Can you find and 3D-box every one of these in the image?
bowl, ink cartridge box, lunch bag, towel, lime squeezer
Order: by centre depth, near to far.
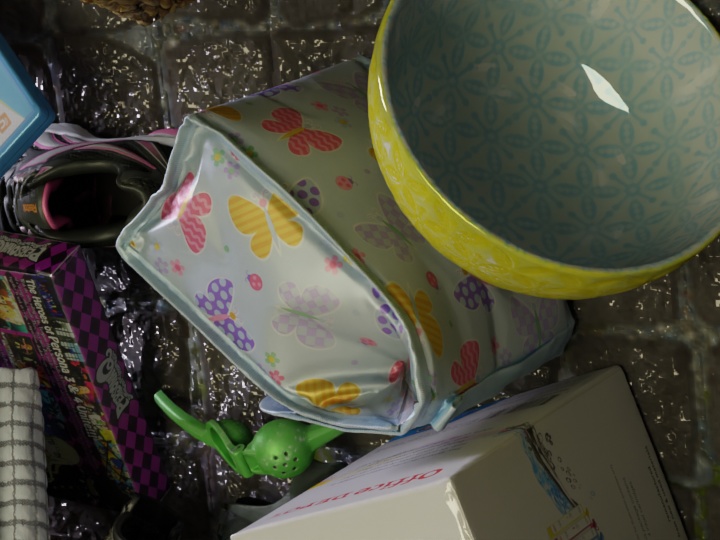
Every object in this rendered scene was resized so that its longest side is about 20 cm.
[{"bbox_3d":[0.087,-0.061,1.169,0.200,0.200,0.108,49,147,11],"label":"bowl"},{"bbox_3d":[0.060,0.159,1.226,0.147,0.200,0.145,-19,93,35],"label":"ink cartridge box"},{"bbox_3d":[0.000,0.000,1.236,0.200,0.170,0.127,41,124,15],"label":"lunch bag"},{"bbox_3d":[-0.058,0.090,1.359,0.200,0.071,0.038,-5,141,35],"label":"lime squeezer"},{"bbox_3d":[-0.255,0.159,1.399,0.200,0.085,0.166,-36,56,54],"label":"towel"}]

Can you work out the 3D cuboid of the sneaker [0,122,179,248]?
[{"bbox_3d":[-0.178,-0.048,1.387,0.200,0.086,0.080,-10,97,35],"label":"sneaker"}]

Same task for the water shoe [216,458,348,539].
[{"bbox_3d":[-0.062,0.179,1.405,0.200,0.071,0.079,-35,58,35],"label":"water shoe"}]

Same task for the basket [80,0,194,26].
[{"bbox_3d":[-0.097,-0.226,1.211,0.143,0.200,0.149,-23,89,6],"label":"basket"}]

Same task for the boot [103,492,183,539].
[{"bbox_3d":[-0.148,0.196,1.420,0.070,0.200,0.132,26,92,-10],"label":"boot"}]

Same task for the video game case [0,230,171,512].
[{"bbox_3d":[-0.222,0.056,1.431,0.181,0.036,0.200,10,134,31],"label":"video game case"}]

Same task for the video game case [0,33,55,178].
[{"bbox_3d":[-0.282,-0.073,1.378,0.200,0.018,0.143,-45,63,17],"label":"video game case"}]
